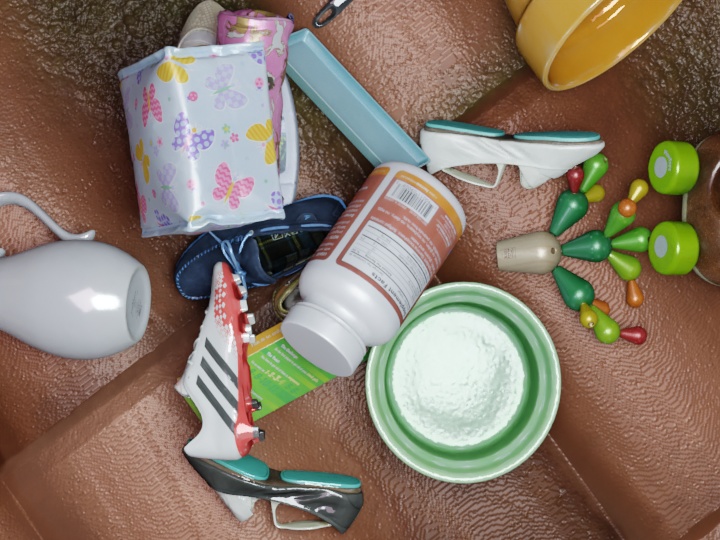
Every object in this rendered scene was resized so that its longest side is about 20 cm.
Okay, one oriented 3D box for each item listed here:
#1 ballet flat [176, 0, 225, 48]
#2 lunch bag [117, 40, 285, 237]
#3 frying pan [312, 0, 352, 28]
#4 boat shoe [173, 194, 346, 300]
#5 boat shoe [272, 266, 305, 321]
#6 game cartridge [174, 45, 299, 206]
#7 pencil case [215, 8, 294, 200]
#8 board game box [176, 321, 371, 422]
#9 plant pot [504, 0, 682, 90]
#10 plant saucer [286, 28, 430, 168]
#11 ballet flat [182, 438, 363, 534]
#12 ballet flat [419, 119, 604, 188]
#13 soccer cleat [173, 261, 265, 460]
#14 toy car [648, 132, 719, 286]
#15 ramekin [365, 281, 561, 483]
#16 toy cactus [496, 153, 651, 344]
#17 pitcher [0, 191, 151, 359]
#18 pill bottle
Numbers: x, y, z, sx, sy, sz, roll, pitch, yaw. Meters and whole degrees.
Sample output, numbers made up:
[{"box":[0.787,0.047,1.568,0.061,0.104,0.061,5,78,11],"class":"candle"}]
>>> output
[{"box":[-0.168,-0.183,1.495,0.067,0.062,0.202,12,88,0],"class":"ballet flat"},{"box":[-0.157,-0.121,1.377,0.126,0.199,0.172,-8,91,-28],"class":"lunch bag"},{"box":[0.038,-0.325,1.549,0.114,0.031,0.191,23,109,-9],"class":"frying pan"},{"box":[-0.107,-0.022,1.503,0.199,0.069,0.084,-28,118,11],"class":"boat shoe"},{"box":[0.000,0.000,1.522,0.199,0.068,0.072,-33,88,-2],"class":"boat shoe"},{"box":[-0.132,-0.144,1.542,0.131,0.041,0.203,-7,89,-5],"class":"game cartridge"},{"box":[-0.111,-0.161,1.471,0.086,0.082,0.203,-1,99,-37],"class":"pencil case"},{"box":[-0.084,0.099,1.510,0.198,0.096,0.030,-26,47,0],"class":"board game box"},{"box":[0.213,-0.319,1.481,0.199,0.200,0.184,-36,74,-1],"class":"plant pot"},{"box":[-0.013,-0.172,1.520,0.200,0.070,0.019,47,129,10],"class":"plant saucer"},{"box":[-0.096,0.233,1.518,0.198,0.068,0.069,15,98,0],"class":"ballet flat"},{"box":[0.157,-0.118,1.516,0.198,0.069,0.070,7,88,21],"class":"ballet flat"},{"box":[-0.145,0.089,1.438,0.084,0.069,0.202,-8,74,2],"class":"soccer cleat"},{"box":[0.407,-0.065,1.438,0.163,0.200,0.160,1,88,-23],"class":"toy car"},{"box":[0.103,0.114,1.505,0.197,0.098,0.203,0,88,0],"class":"ramekin"},{"box":[0.225,-0.018,1.520,0.163,0.102,0.202,-5,97,9],"class":"toy cactus"},{"box":[-0.319,0.003,1.505,0.198,0.121,0.174,4,73,11],"class":"pitcher"},{"box":[0.010,0.000,1.428,0.112,0.112,0.201,35,68,0],"class":"pill bottle"}]
